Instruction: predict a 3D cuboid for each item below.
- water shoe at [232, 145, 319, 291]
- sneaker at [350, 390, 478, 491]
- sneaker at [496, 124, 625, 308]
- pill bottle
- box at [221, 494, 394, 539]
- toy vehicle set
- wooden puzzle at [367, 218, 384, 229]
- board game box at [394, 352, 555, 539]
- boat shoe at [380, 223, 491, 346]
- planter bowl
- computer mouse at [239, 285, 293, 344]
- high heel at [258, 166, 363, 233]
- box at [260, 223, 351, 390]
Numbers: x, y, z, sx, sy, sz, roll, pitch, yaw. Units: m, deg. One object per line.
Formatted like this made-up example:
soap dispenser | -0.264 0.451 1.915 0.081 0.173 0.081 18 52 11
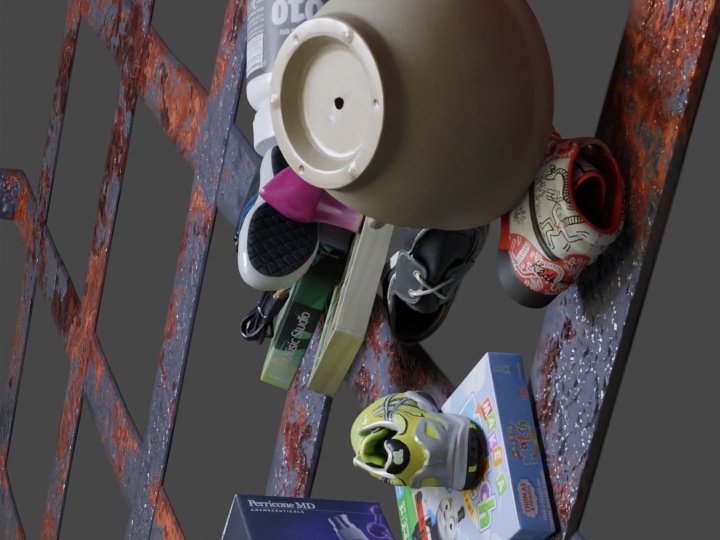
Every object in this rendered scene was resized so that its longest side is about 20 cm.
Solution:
water shoe | -0.080 -0.032 1.572 0.079 0.071 0.201 -57 13 35
sneaker | 0.026 0.134 1.388 0.200 0.076 0.076 174 101 -70
sneaker | 0.142 -0.081 1.267 0.108 0.067 0.203 -45 40 45
pill bottle | -0.059 -0.219 1.730 0.114 0.113 0.202 149 123 -63
box | -0.036 0.299 1.504 0.200 0.147 0.105 -118 40 -53
toy vehicle set | 0.000 0.000 1.537 0.125 0.026 0.201 115 172 -58
wooden puzzle | 0.054 -0.155 1.393 0.185 0.046 0.202 134 153 -59
board game box | 0.086 0.181 1.375 0.200 0.036 0.152 125 145 -49
boat shoe | 0.063 0.001 1.425 0.200 0.071 0.068 119 158 -62
planter bowl | 0.021 -0.122 1.225 0.199 0.134 0.202 10 104 44
computer mouse | -0.075 -0.033 1.688 0.110 0.043 0.201 113 175 -51
high heel | -0.032 -0.114 1.583 0.068 0.095 0.201 114 172 -47
box | -0.044 0.000 1.673 0.145 0.036 0.201 -76 6 -48
